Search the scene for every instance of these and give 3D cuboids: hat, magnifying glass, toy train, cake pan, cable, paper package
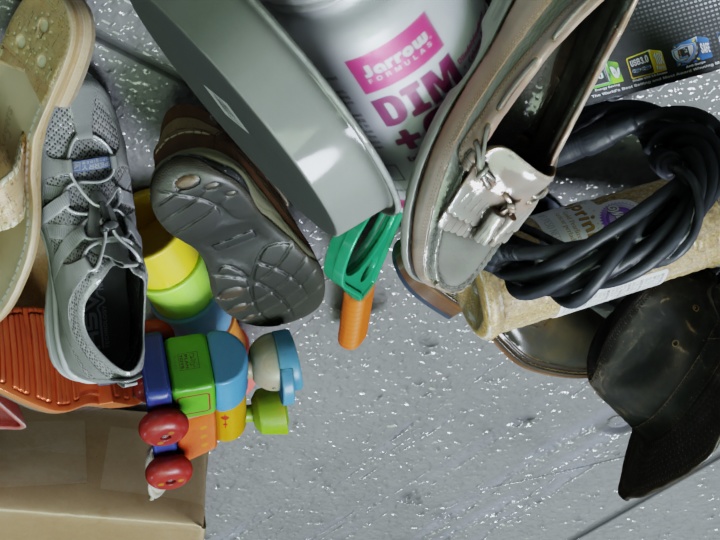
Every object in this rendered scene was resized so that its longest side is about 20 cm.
[{"bbox_3d":[0.203,0.051,1.000,0.080,0.202,0.201,31,135,-6],"label":"hat"},{"bbox_3d":[0.000,0.000,1.018,0.022,0.080,0.201,31,153,14],"label":"magnifying glass"},{"bbox_3d":[-0.102,0.108,1.063,0.114,0.086,0.201,-8,148,-9],"label":"toy train"},{"bbox_3d":[-0.056,-0.096,0.793,0.037,0.200,0.201,-41,137,-6],"label":"cake pan"},{"bbox_3d":[0.135,-0.044,0.855,0.162,0.199,0.051,-33,116,-21],"label":"cable"},{"bbox_3d":[-0.228,0.201,1.229,0.197,0.105,0.192,5,143,-9],"label":"paper package"}]

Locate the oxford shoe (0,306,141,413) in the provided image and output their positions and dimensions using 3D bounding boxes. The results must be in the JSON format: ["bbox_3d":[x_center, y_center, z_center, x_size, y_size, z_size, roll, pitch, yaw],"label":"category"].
[{"bbox_3d":[-0.231,0.073,1.053,0.072,0.072,0.200,-11,163,23],"label":"oxford shoe"}]

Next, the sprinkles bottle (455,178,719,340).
[{"bbox_3d":[0.158,-0.015,0.943,0.197,0.069,0.069,-17,144,-13],"label":"sprinkles bottle"}]

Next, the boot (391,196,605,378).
[{"bbox_3d":[0.127,0.010,1.019,0.198,0.076,0.097,25,138,-26],"label":"boot"}]

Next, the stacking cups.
[{"bbox_3d":[-0.117,0.029,1.046,0.060,0.061,0.201,-10,141,11],"label":"stacking cups"}]

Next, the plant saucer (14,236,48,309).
[{"bbox_3d":[-0.269,-0.037,0.982,0.197,0.036,0.201,0,141,0],"label":"plant saucer"}]

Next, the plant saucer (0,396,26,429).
[{"bbox_3d":[-0.362,0.053,1.056,0.197,0.037,0.200,1,150,21],"label":"plant saucer"}]

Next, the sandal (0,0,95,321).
[{"bbox_3d":[-0.222,-0.065,0.854,0.069,0.077,0.214,-6,125,-55],"label":"sandal"}]

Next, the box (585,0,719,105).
[{"bbox_3d":[0.183,-0.190,0.790,0.197,0.048,0.194,-13,141,15],"label":"box"}]

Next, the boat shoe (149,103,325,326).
[{"bbox_3d":[-0.076,-0.036,0.959,0.075,0.075,0.201,-16,146,8],"label":"boat shoe"}]

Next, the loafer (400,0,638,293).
[{"bbox_3d":[0.081,-0.075,0.770,0.071,0.063,0.202,7,111,-45],"label":"loafer"}]

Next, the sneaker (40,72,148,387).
[{"bbox_3d":[-0.157,-0.024,0.907,0.074,0.082,0.203,-19,111,-34],"label":"sneaker"}]

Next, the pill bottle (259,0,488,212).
[{"bbox_3d":[0.013,-0.131,0.805,0.112,0.115,0.200,-17,139,20],"label":"pill bottle"}]
